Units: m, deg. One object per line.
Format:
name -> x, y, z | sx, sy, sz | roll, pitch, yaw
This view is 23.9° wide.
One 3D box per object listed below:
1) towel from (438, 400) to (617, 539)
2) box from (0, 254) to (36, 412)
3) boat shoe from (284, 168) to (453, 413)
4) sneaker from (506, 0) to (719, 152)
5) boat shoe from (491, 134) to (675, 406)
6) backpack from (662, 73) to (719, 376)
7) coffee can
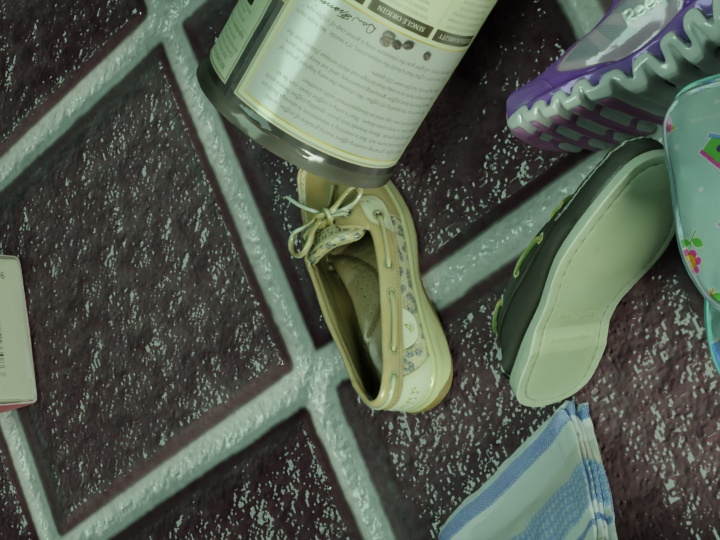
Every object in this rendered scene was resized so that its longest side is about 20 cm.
towel -> 0.099, 0.185, 1.004 | 0.147, 0.024, 0.200 | -49, 25, 28
box -> -0.377, 0.068, 1.409 | 0.200, 0.109, 0.128 | -16, 78, 38
boat shoe -> 0.000, 0.000, 1.133 | 0.073, 0.063, 0.200 | -38, 65, 32
sneaker -> 0.169, -0.141, 0.999 | 0.200, 0.080, 0.089 | -29, 64, 30
boat shoe -> 0.126, -0.007, 0.998 | 0.061, 0.072, 0.201 | 65, 145, 39
backpack -> 0.253, -0.019, 0.874 | 0.176, 0.153, 0.200 | -15, 81, 34
coffee can -> 0.006, -0.174, 1.082 | 0.146, 0.146, 0.200 | 46, 115, 31
